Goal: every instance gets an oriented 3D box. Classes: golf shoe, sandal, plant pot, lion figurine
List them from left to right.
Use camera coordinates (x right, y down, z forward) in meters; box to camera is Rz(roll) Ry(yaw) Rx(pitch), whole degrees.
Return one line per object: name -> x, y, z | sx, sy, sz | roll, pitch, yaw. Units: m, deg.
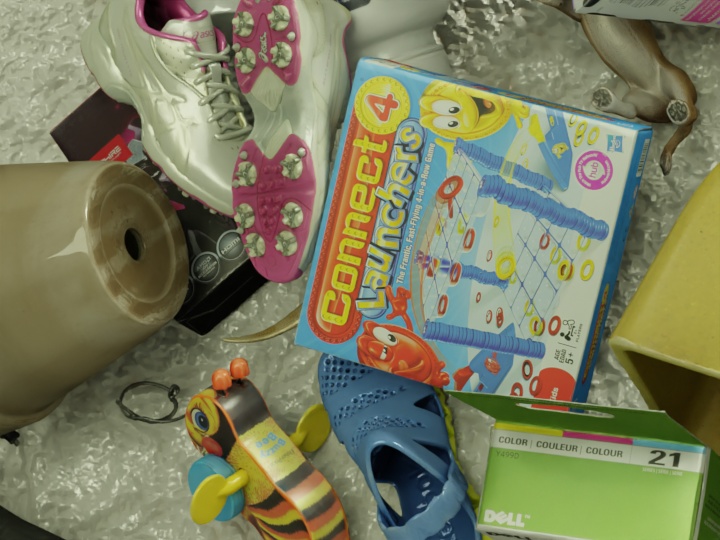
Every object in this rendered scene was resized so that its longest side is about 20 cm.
plant pot -> -0.220, 0.004, 1.601 | 0.173, 0.200, 0.202 | -16, 68, 29
golf shoe -> -0.118, -0.124, 1.598 | 0.200, 0.075, 0.092 | 50, 129, 16
golf shoe -> -0.037, -0.093, 1.541 | 0.075, 0.091, 0.202 | 9, 102, 37
sandal -> 0.027, 0.124, 1.540 | 0.079, 0.087, 0.201 | -38, 62, 10
lion figurine -> 0.183, -0.156, 1.559 | 0.072, 0.122, 0.201 | -25, 82, 22
plant pot -> 0.295, 0.019, 1.407 | 0.193, 0.196, 0.201 | 18, 73, 26

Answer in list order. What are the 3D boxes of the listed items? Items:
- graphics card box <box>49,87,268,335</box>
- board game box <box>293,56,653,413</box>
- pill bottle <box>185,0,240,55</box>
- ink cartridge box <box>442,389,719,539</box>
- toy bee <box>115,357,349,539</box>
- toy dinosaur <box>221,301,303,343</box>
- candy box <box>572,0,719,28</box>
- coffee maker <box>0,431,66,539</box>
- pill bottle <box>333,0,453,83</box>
graphics card box -> -0.130, -0.067, 1.683 | 0.125, 0.051, 0.200 | -39, 65, 7
board game box -> 0.074, -0.021, 1.509 | 0.194, 0.056, 0.202 | 15, 99, 16
pill bottle -> -0.096, -0.268, 1.694 | 0.110, 0.111, 0.202 | -8, 71, 20
ink cartridge box -> 0.142, 0.135, 1.422 | 0.147, 0.200, 0.076 | 5, 77, 24
toy bee -> -0.086, 0.121, 1.564 | 0.199, 0.109, 0.131 | 25, 46, 6
toy dinosaur -> 0.000, 0.000, 1.616 | 0.101, 0.058, 0.200 | 33, 82, 42
candy box -> 0.233, -0.250, 1.508 | 0.198, 0.072, 0.169 | 3, 69, -23
coffee maker -> -0.244, 0.218, 1.600 | 0.199, 0.135, 0.193 | 23, 84, 26
pill bottle -> -0.002, -0.216, 1.614 | 0.110, 0.111, 0.201 | -17, 93, 17
